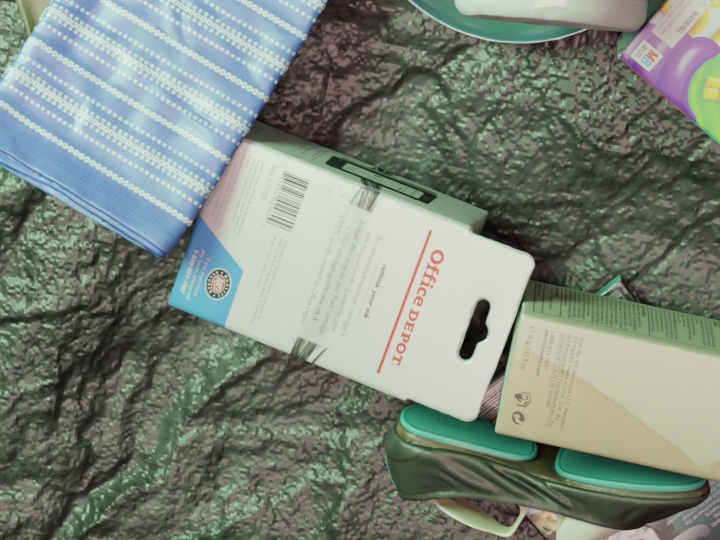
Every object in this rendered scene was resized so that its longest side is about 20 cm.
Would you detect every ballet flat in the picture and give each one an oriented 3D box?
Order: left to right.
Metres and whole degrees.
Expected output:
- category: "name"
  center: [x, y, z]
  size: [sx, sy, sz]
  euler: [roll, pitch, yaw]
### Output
- category: "ballet flat"
  center: [0.112, 0.132, 1.564]
  size: [0.200, 0.068, 0.068]
  euler: [12, 113, 13]

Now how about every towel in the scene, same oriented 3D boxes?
- category: "towel"
  center: [-0.124, -0.125, 1.509]
  size: [0.145, 0.024, 0.200]
  euler: [31, 87, 4]

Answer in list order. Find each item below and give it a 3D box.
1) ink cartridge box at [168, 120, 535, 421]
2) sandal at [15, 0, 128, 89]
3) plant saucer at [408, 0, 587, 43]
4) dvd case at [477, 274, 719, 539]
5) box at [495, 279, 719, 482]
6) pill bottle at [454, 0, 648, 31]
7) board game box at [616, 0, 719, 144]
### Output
- category: "ink cartridge box"
  center: [0.000, 0.000, 1.547]
  size: [0.200, 0.068, 0.116]
  euler: [22, 105, 7]
- category: "sandal"
  center: [-0.160, -0.134, 1.548]
  size: [0.080, 0.054, 0.200]
  euler: [-28, 99, 11]
- category: "plant saucer"
  center: [0.095, -0.236, 1.517]
  size: [0.200, 0.027, 0.200]
  euler: [1, 103, 4]
- category: "dvd case"
  center: [0.170, 0.122, 1.596]
  size: [0.146, 0.022, 0.200]
  euler: [-40, 95, 12]
- category: "box"
  center: [0.186, 0.071, 1.525]
  size: [0.200, 0.095, 0.078]
  euler: [13, 103, 4]
- category: "pill bottle"
  center: [0.116, -0.238, 1.438]
  size: [0.112, 0.112, 0.200]
  euler: [6, 95, 4]
- category: "board game box"
  center: [0.257, -0.105, 1.493]
  size: [0.200, 0.105, 0.103]
  euler: [40, 104, -4]
